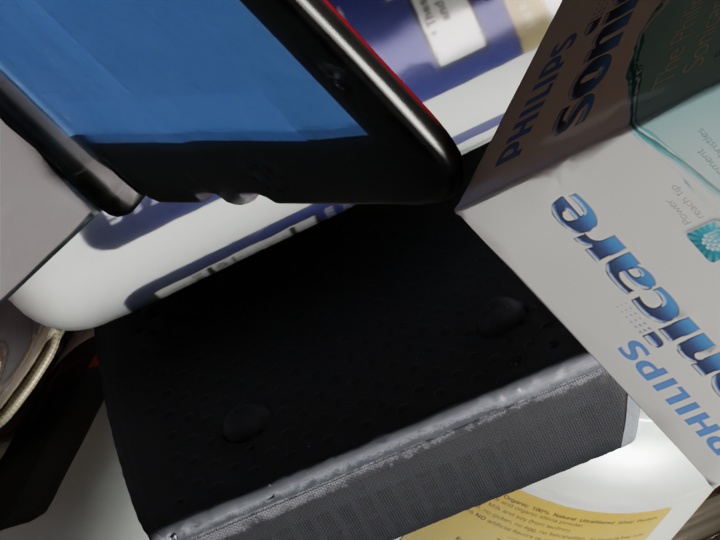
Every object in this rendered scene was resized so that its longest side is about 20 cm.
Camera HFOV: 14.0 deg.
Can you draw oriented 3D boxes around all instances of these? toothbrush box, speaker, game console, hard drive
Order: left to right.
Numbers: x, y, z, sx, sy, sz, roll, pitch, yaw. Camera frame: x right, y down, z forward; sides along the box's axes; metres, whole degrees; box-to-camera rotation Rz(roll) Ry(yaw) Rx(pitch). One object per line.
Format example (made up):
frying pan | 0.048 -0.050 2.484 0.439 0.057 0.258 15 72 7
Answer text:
game console | -0.114 -0.040 0.551 0.172 0.119 0.200 -43 123 3
speaker | -0.067 0.074 0.826 0.081 0.081 0.200 -52 -173 21
hard drive | 0.000 0.000 0.751 0.135 0.200 0.042 -23 121 5
toothbrush box | 0.132 -0.062 0.545 0.200 0.085 0.146 -26 -154 40

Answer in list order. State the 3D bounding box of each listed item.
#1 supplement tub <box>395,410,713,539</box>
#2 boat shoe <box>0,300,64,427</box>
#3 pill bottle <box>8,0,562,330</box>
supplement tub | 0.045 0.043 0.948 0.144 0.144 0.200 -18 153 -40
boat shoe | -0.144 0.062 0.802 0.073 0.075 0.200 22 115 -47
pill bottle | -0.050 -0.054 0.702 0.200 0.111 0.111 -26 154 -1
